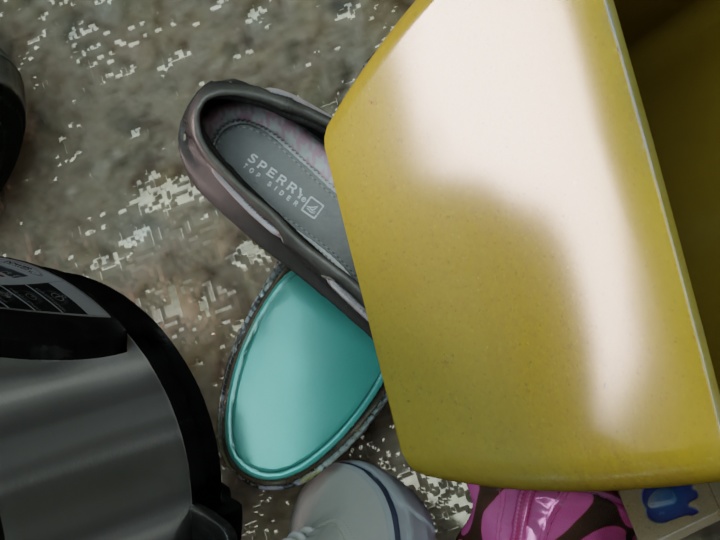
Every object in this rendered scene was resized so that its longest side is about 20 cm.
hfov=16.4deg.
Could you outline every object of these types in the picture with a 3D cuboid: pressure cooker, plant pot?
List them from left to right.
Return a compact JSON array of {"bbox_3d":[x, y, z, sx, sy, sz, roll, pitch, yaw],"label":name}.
[{"bbox_3d":[-0.154,0.087,0.964,0.178,0.200,0.177,-33,79,31],"label":"pressure cooker"},{"bbox_3d":[0.103,-0.020,0.883,0.176,0.199,0.201,-23,78,46],"label":"plant pot"}]

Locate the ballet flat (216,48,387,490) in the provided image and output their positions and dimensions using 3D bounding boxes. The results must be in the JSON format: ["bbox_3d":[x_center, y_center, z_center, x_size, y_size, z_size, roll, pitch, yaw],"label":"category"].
[{"bbox_3d":[0.000,0.000,1.046,0.072,0.072,0.201,22,84,17],"label":"ballet flat"}]

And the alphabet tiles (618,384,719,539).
[{"bbox_3d":[0.166,0.026,0.981,0.166,0.008,0.201,-26,44,7],"label":"alphabet tiles"}]

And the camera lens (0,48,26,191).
[{"bbox_3d":[-0.253,-0.090,1.078,0.160,0.160,0.200,-42,72,2],"label":"camera lens"}]

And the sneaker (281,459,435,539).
[{"bbox_3d":[-0.012,0.126,0.961,0.070,0.200,0.073,25,108,-18],"label":"sneaker"}]

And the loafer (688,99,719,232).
[{"bbox_3d":[0.214,-0.075,0.984,0.200,0.076,0.068,-41,38,-9],"label":"loafer"}]

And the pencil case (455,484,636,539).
[{"bbox_3d":[0.046,0.168,0.983,0.090,0.094,0.201,15,80,31],"label":"pencil case"}]

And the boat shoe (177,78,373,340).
[{"bbox_3d":[0.012,-0.008,0.983,0.199,0.057,0.067,34,86,5],"label":"boat shoe"}]
